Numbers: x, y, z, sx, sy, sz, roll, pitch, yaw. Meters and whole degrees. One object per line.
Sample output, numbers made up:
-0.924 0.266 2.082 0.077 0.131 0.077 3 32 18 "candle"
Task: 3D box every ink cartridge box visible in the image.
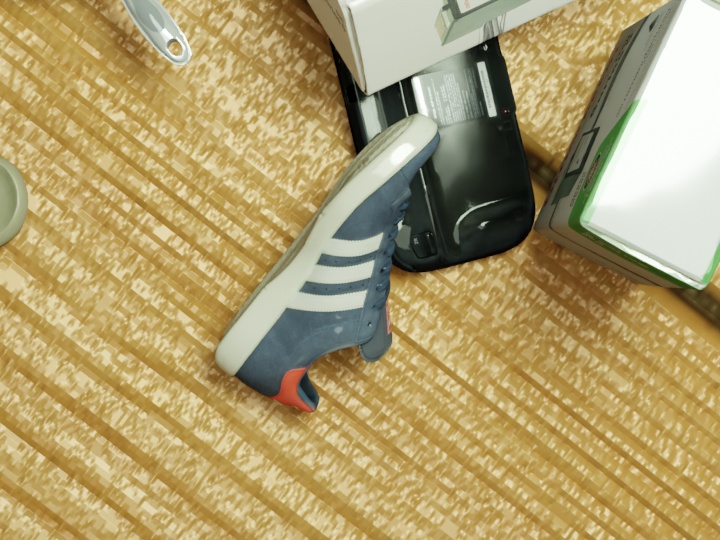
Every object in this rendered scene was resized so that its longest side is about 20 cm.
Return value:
0.055 -0.213 1.261 0.199 0.084 0.146 -25 56 -8 "ink cartridge box"
0.176 -0.071 1.257 0.084 0.200 0.147 25 88 -3 "ink cartridge box"

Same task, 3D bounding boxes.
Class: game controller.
0.043 -0.103 1.329 0.104 0.042 0.202 -14 93 -20 "game controller"

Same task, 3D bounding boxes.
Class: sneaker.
0.000 0.000 1.291 0.084 0.075 0.200 37 110 -5 "sneaker"

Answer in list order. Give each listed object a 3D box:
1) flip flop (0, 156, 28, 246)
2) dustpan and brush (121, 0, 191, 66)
-0.295 -0.023 1.280 0.198 0.058 0.082 -14 92 -6 "flip flop"
-0.165 -0.201 1.288 0.139 0.057 0.200 -38 95 -4 "dustpan and brush"
